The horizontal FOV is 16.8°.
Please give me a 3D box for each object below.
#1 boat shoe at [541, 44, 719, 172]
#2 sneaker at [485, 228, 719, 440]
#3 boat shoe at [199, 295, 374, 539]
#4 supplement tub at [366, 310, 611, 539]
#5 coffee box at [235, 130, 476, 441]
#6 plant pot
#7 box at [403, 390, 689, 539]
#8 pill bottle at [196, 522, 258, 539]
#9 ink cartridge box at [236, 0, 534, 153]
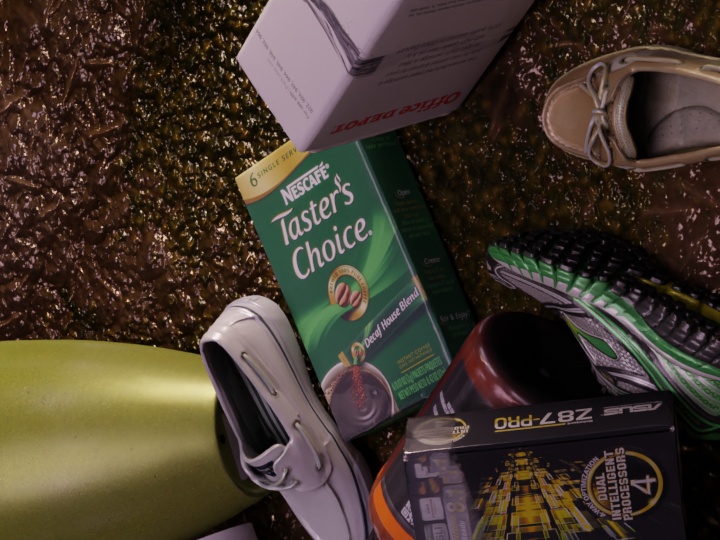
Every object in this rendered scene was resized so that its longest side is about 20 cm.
[{"bbox_3d":[0.180,-0.092,1.428,0.200,0.063,0.074,7,103,41],"label":"boat shoe"},{"bbox_3d":[0.151,0.037,1.470,0.200,0.078,0.085,33,119,33],"label":"sneaker"},{"bbox_3d":[-0.055,0.118,1.649,0.073,0.067,0.201,-21,101,42],"label":"boat shoe"},{"bbox_3d":[0.073,0.128,1.539,0.107,0.107,0.200,49,126,24],"label":"supplement tub"},{"bbox_3d":[0.000,0.000,1.622,0.123,0.044,0.201,-30,78,42],"label":"coffee box"},{"bbox_3d":[-0.160,0.127,1.722,0.199,0.187,0.188,-11,91,27],"label":"plant pot"},{"bbox_3d":[0.118,0.174,1.458,0.160,0.049,0.201,-5,117,8],"label":"box"},{"bbox_3d":[-0.079,0.284,1.701,0.112,0.112,0.201,-27,80,42],"label":"pill bottle"},{"bbox_3d":[0.033,-0.175,1.472,0.084,0.145,0.200,55,137,19],"label":"ink cartridge box"}]
